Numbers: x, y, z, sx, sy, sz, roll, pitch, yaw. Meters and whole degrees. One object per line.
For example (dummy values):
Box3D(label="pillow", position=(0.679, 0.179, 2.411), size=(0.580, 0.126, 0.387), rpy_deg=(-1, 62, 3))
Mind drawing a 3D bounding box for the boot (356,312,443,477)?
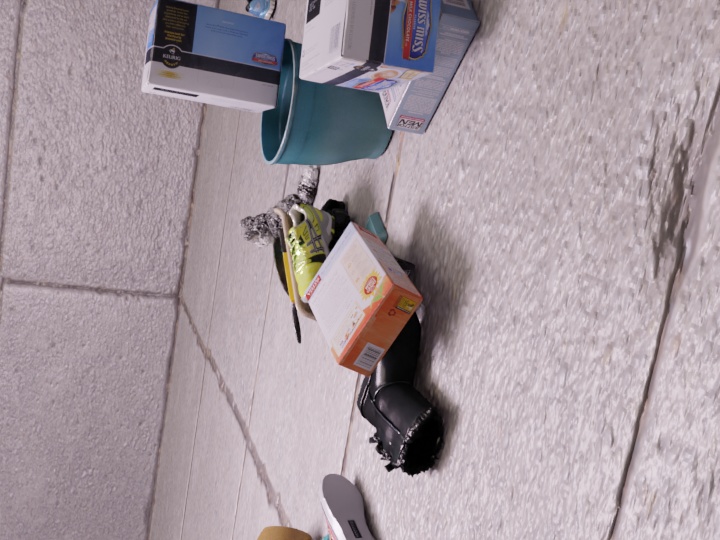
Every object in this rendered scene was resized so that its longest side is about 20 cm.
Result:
Box3D(label="boot", position=(0.061, 0.164, 1.115), size=(0.162, 0.073, 0.199), rpy_deg=(47, 126, 59))

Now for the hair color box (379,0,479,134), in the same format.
Box3D(label="hair color box", position=(0.091, -0.304, 1.169), size=(0.200, 0.060, 0.099), rpy_deg=(119, 150, -45))

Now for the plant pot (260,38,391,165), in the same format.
Box3D(label="plant pot", position=(-0.051, -0.261, 1.353), size=(0.200, 0.187, 0.202), rpy_deg=(-174, 90, -69))

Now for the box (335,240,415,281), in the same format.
Box3D(label="box", position=(0.009, 0.047, 1.284), size=(0.200, 0.048, 0.160), rpy_deg=(-153, 69, -63))

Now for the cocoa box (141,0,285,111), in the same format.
Box3D(label="cocoa box", position=(-0.232, -0.334, 1.286), size=(0.133, 0.199, 0.132), rpy_deg=(-161, 78, -69))

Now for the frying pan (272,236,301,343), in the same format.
Box3D(label="frying pan", position=(-0.128, 0.025, 1.494), size=(0.115, 0.031, 0.191), rpy_deg=(57, -159, -61))

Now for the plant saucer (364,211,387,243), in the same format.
Box3D(label="plant saucer", position=(0.000, 0.000, 1.392), size=(0.070, 0.019, 0.201), rpy_deg=(-109, 31, -49))

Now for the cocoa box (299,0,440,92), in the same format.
Box3D(label="cocoa box", position=(0.010, -0.328, 1.119), size=(0.200, 0.130, 0.134), rpy_deg=(-168, 84, -69))

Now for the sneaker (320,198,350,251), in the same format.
Box3D(label="sneaker", position=(-0.053, -0.063, 1.455), size=(0.200, 0.075, 0.088), rpy_deg=(-106, 35, -57))

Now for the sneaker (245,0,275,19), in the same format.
Box3D(label="sneaker", position=(-0.278, -0.774, 2.221), size=(0.078, 0.089, 0.201), rpy_deg=(131, 141, -56))

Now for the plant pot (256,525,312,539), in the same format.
Box3D(label="plant pot", position=(-0.148, 0.564, 1.448), size=(0.187, 0.185, 0.201), rpy_deg=(128, 156, -54))

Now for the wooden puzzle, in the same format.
Box3D(label="wooden puzzle", position=(-0.106, 0.000, 1.467), size=(0.185, 0.037, 0.201), rpy_deg=(41, -147, -75))

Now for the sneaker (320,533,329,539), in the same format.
Box3D(label="sneaker", position=(-0.043, 0.511, 1.301), size=(0.080, 0.077, 0.201), rpy_deg=(-60, 30, 30))

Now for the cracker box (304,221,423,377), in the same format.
Box3D(label="cracker box", position=(-0.001, 0.035, 1.148), size=(0.134, 0.057, 0.200), rpy_deg=(-56, 30, 15))

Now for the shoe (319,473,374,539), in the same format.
Box3D(label="shoe", position=(-0.029, 0.418, 1.282), size=(0.091, 0.071, 0.200), rpy_deg=(-67, 30, 25))

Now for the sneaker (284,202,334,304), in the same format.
Box3D(label="sneaker", position=(-0.091, -0.028, 1.351), size=(0.075, 0.076, 0.201), rpy_deg=(-44, 32, 34))

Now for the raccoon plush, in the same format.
Box3D(label="raccoon plush", position=(-0.177, -0.136, 1.727), size=(0.097, 0.133, 0.201), rpy_deg=(-133, 51, -64))
